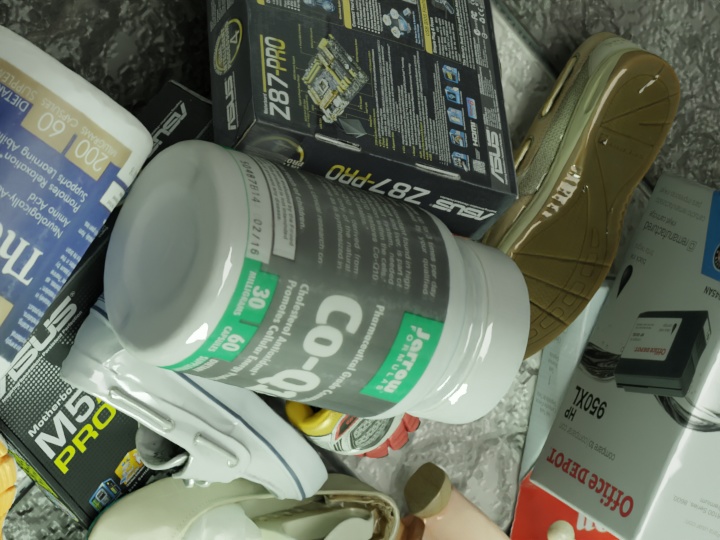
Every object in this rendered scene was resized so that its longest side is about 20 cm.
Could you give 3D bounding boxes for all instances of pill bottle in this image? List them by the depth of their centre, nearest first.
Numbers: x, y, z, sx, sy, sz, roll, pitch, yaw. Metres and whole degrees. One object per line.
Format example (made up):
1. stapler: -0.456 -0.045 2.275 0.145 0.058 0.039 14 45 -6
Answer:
1. pill bottle: -0.199 -0.013 1.431 0.111 0.111 0.201 36 85 -26
2. pill bottle: -0.019 0.011 1.463 0.199 0.113 0.114 15 94 -35

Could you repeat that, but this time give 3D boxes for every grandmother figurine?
1. grandmother figurine: 0.089 0.201 1.719 0.200 0.061 0.121 39 119 -21

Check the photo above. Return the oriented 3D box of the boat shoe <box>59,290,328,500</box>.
1. boat shoe: -0.091 0.079 1.542 0.065 0.073 0.200 -52 133 -7

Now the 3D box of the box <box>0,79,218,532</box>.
1. box: -0.121 0.022 1.555 0.200 0.044 0.160 -49 143 -13

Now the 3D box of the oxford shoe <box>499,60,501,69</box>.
1. oxford shoe: 0.046 -0.035 1.645 0.070 0.075 0.201 14 96 -33

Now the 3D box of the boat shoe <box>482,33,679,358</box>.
1. boat shoe: 0.110 -0.041 1.676 0.072 0.065 0.201 21 100 -36

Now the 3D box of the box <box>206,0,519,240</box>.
1. box: -0.002 -0.125 1.553 0.160 0.049 0.201 16 49 -28

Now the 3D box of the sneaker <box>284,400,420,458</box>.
1. sneaker: 0.000 0.000 1.577 0.082 0.077 0.201 9 82 -57

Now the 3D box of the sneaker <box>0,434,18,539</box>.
1. sneaker: -0.226 0.152 1.526 0.077 0.078 0.201 -40 148 -34

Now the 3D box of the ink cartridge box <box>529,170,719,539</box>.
1. ink cartridge box: 0.193 0.060 1.646 0.084 0.145 0.201 22 93 -23

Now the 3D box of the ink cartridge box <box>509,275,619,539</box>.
1. ink cartridge box: 0.177 0.109 1.753 0.161 0.050 0.201 7 95 -25

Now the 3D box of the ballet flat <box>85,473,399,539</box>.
1. ballet flat: -0.058 0.146 1.612 0.199 0.069 0.070 -6 104 -42
